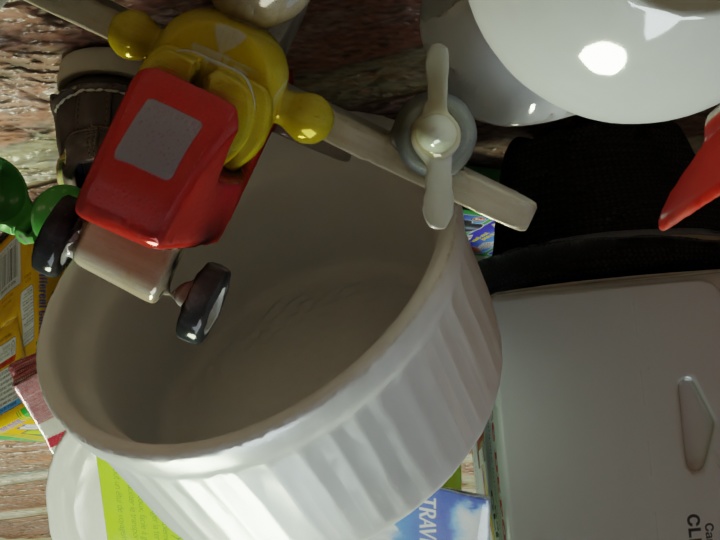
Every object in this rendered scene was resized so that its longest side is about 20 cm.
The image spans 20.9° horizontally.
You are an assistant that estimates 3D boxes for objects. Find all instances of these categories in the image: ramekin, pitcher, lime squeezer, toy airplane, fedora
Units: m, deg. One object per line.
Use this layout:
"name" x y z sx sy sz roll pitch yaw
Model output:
"ramekin" -0.034 0.032 0.862 0.199 0.201 0.098 -8 133 24
"pitcher" 0.115 -0.115 0.698 0.170 0.122 0.200 -14 177 -7
"lime squeezer" -0.150 -0.043 0.896 0.199 0.071 0.038 23 -145 17
"toy airplane" -0.048 -0.079 0.765 0.199 0.199 0.142 0 126 -35
"fedora" 0.133 -0.029 1.026 0.199 0.092 0.201 -5 171 -1

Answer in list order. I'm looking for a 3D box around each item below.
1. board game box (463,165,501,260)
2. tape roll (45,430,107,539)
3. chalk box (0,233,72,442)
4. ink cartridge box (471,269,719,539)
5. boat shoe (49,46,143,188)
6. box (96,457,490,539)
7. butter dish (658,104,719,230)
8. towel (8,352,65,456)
"board game box" 0.056 -0.018 1.187 0.134 0.029 0.200 5 163 -25
"tape roll" -0.064 0.126 1.040 0.201 0.203 0.071 -8 -153 24
"chalk box" -0.125 0.043 1.209 0.199 0.125 0.124 6 163 -25
"ink cartridge box" 0.133 0.088 0.990 0.144 0.146 0.200 -5 170 -2
"boat shoe" -0.113 -0.033 0.980 0.071 0.060 0.200 0 152 4
"box" -0.028 0.128 0.954 0.199 0.048 0.123 8 124 16
"butter dish" 0.237 -0.056 0.707 0.199 0.148 0.200 -40 178 -21
"towel" -0.104 0.092 1.131 0.143 0.023 0.201 -25 134 -6
